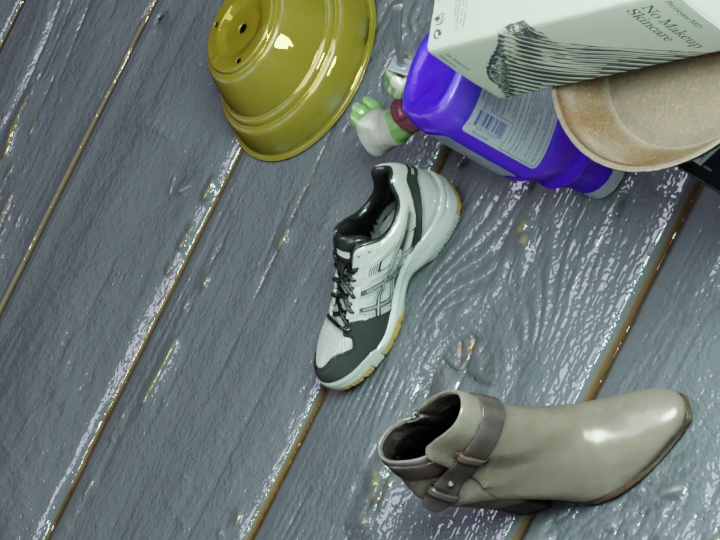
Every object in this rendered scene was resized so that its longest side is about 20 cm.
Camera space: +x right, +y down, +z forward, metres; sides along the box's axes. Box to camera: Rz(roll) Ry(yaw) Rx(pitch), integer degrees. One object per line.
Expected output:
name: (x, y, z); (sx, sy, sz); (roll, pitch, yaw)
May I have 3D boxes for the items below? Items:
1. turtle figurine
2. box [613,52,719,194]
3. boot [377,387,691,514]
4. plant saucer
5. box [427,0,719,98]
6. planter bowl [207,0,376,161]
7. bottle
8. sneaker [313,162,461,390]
turtle figurine: (0.071, -0.177, 1.710); (0.193, 0.199, 0.145); (-21, 39, 51)
box: (0.256, -0.114, 1.431); (0.079, 0.199, 0.142); (-45, 44, 22)
boot: (0.116, 0.119, 1.512); (0.199, 0.146, 0.071); (-35, 45, 31)
plant saucer: (0.206, -0.150, 1.321); (0.199, 0.037, 0.202); (-23, 55, 37)
box: (0.141, -0.166, 1.311); (0.199, 0.082, 0.069); (-9, 63, 46)
planter bowl: (-0.084, -0.210, 1.964); (0.200, 0.083, 0.202); (-25, 54, 39)
bottle: (0.120, -0.111, 1.585); (0.065, 0.199, 0.084); (9, 78, 50)
sneaker: (0.000, 0.000, 1.756); (0.075, 0.087, 0.201); (32, 97, 49)
